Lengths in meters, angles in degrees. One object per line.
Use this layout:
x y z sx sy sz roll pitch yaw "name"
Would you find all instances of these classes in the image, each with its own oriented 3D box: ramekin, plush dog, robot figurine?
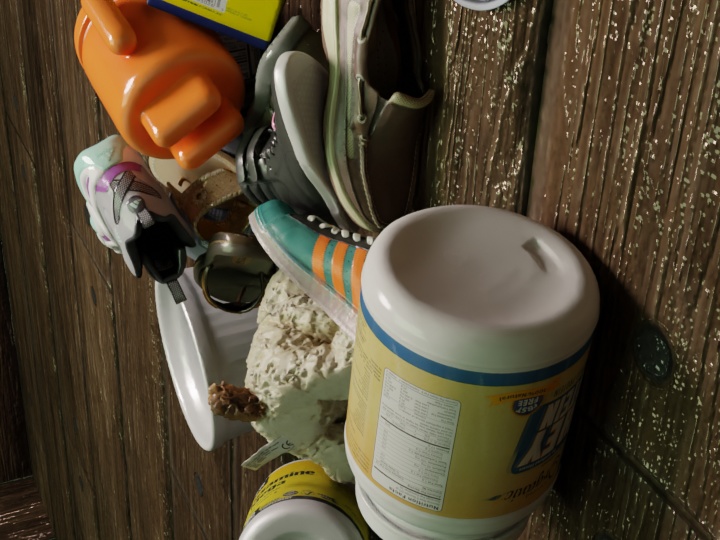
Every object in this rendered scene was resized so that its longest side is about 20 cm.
-0.146 0.085 1.338 0.200 0.098 0.201 166 90 -71 "ramekin"
-0.049 0.068 1.088 0.172 0.160 0.200 -93 8 -50 "plush dog"
-0.173 -0.174 1.062 0.200 0.144 0.117 55 135 34 "robot figurine"

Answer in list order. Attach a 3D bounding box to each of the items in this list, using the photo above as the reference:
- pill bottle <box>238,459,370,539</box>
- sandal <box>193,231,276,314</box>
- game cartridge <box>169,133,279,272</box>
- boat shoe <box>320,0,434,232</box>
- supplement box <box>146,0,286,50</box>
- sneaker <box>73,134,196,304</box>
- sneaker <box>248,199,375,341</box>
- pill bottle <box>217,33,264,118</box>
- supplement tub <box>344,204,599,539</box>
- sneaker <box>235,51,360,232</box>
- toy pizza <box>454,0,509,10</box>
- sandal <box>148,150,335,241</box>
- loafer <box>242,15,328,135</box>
-0.048 0.235 1.117 0.200 0.112 0.113 -79 -21 -84 "pill bottle"
-0.111 0.011 1.149 0.200 0.082 0.055 137 134 -72 "sandal"
-0.120 -0.060 1.203 0.133 0.041 0.200 27 146 2 "game cartridge"
0.016 -0.121 0.906 0.075 0.075 0.203 16 122 49 "boat shoe"
-0.088 -0.289 0.963 0.200 0.109 0.109 116 173 -57 "supplement box"
-0.193 -0.022 1.143 0.140 0.078 0.200 55 173 20 "sneaker"
0.000 0.000 0.958 0.200 0.080 0.071 43 -174 22 "sneaker"
-0.145 -0.223 1.182 0.106 0.106 0.200 -147 49 -59 "pill bottle"
0.065 0.075 0.794 0.145 0.144 0.200 -126 32 -44 "supplement tub"
-0.062 -0.099 0.974 0.200 0.099 0.071 66 -141 -57 "sneaker"
0.061 -0.263 0.776 0.200 0.032 0.201 167 90 -67 "toy pizza"
-0.121 -0.057 1.115 0.211 0.070 0.078 16 143 24 "sandal"
-0.051 -0.137 1.039 0.070 0.075 0.200 35 166 3 "loafer"
